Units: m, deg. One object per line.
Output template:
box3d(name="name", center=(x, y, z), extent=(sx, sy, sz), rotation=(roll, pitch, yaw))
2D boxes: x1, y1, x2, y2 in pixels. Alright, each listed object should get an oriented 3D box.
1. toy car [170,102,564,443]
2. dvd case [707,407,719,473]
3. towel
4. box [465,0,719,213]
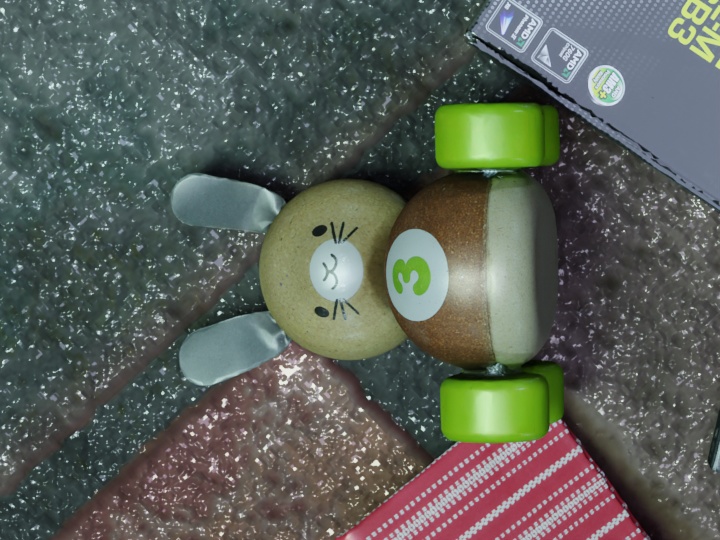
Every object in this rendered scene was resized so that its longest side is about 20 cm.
box3d(name="toy car", center=(0.000, 0.000, 1.385), extent=(0.199, 0.158, 0.165), rotation=(-1, 92, 10))
box3d(name="dvd case", center=(0.281, 0.025, 1.459), extent=(0.150, 0.025, 0.201), rotation=(11, 103, -5))
box3d(name="towel", center=(0.096, 0.181, 1.455), extent=(0.144, 0.022, 0.200), rotation=(-37, 96, -16))
box3d(name="box", center=(0.185, -0.148, 1.389), extent=(0.193, 0.048, 0.200), rotation=(34, 98, -2))
